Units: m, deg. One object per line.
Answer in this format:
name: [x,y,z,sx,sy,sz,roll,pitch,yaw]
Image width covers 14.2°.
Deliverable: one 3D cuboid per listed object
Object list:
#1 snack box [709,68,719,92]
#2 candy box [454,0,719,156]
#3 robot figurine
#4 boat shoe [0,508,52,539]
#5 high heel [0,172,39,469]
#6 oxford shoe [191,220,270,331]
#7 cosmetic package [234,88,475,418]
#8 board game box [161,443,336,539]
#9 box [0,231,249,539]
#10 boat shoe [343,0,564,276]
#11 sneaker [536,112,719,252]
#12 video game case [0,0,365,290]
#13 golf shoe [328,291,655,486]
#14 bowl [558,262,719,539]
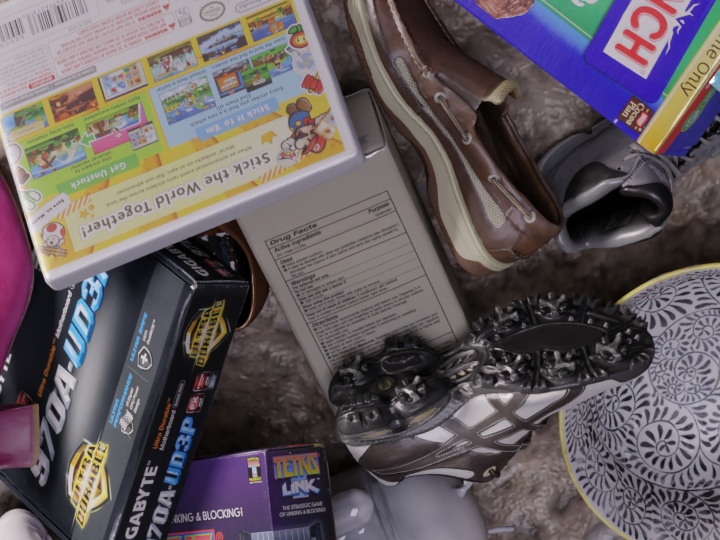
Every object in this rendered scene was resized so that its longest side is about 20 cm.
snack box: [0.278,-0.140,1.678,0.037,0.200,0.116,42,107,17]
candy box: [0.150,-0.190,1.664,0.200,0.077,0.169,39,107,15]
robot figurine: [-0.003,0.186,1.829,0.199,0.113,0.170,-25,151,7]
boat shoe: [-0.213,0.237,1.864,0.072,0.066,0.201,-7,133,2]
high heel: [-0.251,0.029,1.743,0.096,0.067,0.201,-5,93,-36]
oxford shoe: [-0.099,-0.056,1.754,0.071,0.071,0.201,-20,109,7]
cosmetic package: [0.000,0.000,1.754,0.105,0.071,0.200,-21,125,4]
board game box: [-0.097,0.198,1.767,0.057,0.200,0.166,-4,85,-45]
box: [-0.156,0.059,1.752,0.046,0.159,0.201,-1,118,-43]
boat shoe: [0.063,-0.102,1.721,0.075,0.075,0.203,-22,99,31]
sneaker: [0.192,-0.074,1.736,0.200,0.116,0.075,-40,108,13]
video game case: [-0.116,-0.106,1.697,0.199,0.023,0.183,-22,68,5]
golf shoe: [0.084,0.076,1.738,0.199,0.078,0.095,-12,132,11]
bowl: [0.218,0.072,1.806,0.200,0.094,0.202,-1,111,-2]
